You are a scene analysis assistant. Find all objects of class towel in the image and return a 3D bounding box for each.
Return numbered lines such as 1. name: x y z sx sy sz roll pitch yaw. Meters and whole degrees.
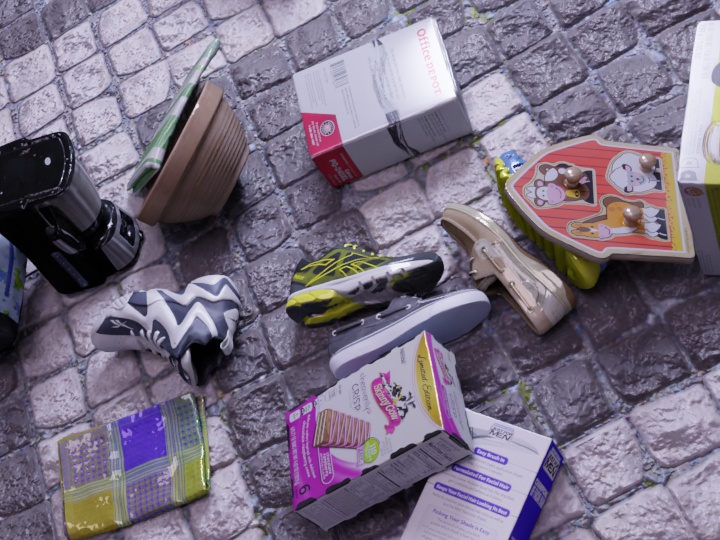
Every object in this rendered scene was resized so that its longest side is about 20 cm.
1. towel: -0.274 0.235 1.459 0.200 0.023 0.144 -19 56 13
2. towel: -0.252 -0.205 1.646 0.200 0.023 0.153 -65 14 -19

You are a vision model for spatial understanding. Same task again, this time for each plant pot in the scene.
1. plant pot: -0.205 -0.136 1.573 0.093 0.201 0.201 27 70 -13

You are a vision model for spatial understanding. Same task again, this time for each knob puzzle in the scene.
1. knob puzzle: 0.260 -0.088 1.336 0.219 0.030 0.220 1 48 -1

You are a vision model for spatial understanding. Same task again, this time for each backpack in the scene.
1. backpack: -0.518 0.014 1.629 0.163 0.154 0.200 -26 37 39

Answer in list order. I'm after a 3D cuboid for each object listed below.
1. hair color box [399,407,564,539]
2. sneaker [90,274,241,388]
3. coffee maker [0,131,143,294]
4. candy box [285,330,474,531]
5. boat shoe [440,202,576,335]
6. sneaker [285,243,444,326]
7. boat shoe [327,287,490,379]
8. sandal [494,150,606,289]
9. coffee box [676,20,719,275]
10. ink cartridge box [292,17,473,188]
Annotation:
1. hair color box: 0.118 0.253 1.251 0.109 0.065 0.200 17 72 31
2. sneaker: -0.239 0.092 1.489 0.199 0.080 0.130 -13 49 5
3. coffee maker: -0.411 -0.071 1.583 0.192 0.200 0.135 4 61 22
4. candy box: 0.015 0.172 1.300 0.200 0.061 0.136 -32 41 22
5. boat shoe: 0.153 -0.004 1.379 0.065 0.072 0.200 -43 60 -8
6. sneaker: 0.000 0.000 1.440 0.200 0.074 0.085 -14 57 16
7. boat shoe: 0.050 0.059 1.394 0.200 0.070 0.066 -28 56 16
8. sandal: 0.227 -0.068 1.385 0.087 0.080 0.200 -34 61 -8
9. coffee box: 0.444 -0.121 1.236 0.198 0.200 0.200 2 64 25
10. ink cartridge box: 0.029 -0.213 1.543 0.200 0.083 0.145 -20 56 12
